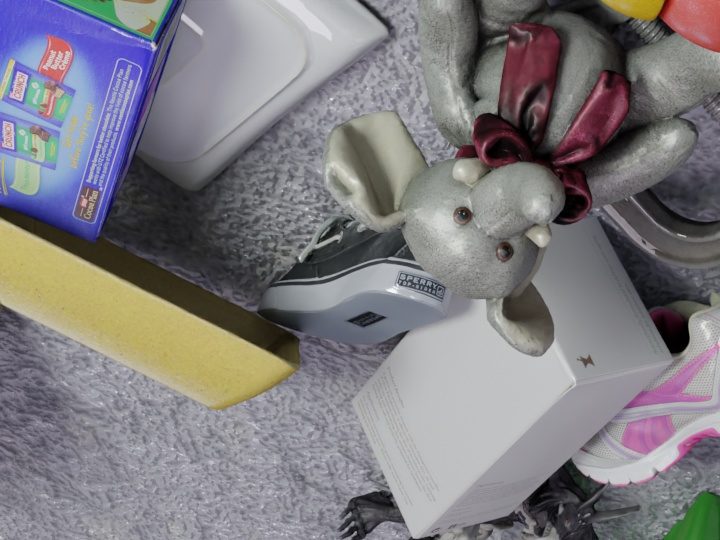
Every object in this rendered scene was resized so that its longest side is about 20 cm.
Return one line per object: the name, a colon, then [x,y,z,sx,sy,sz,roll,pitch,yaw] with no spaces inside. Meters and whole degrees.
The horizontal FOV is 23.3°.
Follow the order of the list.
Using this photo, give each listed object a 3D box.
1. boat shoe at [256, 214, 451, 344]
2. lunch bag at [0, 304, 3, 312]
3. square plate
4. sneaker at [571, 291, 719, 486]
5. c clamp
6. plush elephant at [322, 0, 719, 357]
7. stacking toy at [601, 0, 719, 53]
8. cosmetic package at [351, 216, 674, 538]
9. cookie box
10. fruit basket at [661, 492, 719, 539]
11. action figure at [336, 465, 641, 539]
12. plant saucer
boat shoe: [-0.002,-0.001,1.060,0.073,0.068,0.199,19,164,-18]
lunch bag: [-0.363,0.069,1.186,0.199,0.165,0.118,-16,134,31]
square plate: [-0.119,-0.139,0.984,0.198,0.029,0.200,37,135,-20]
sneaker: [0.187,0.065,1.064,0.088,0.081,0.200,52,139,-4]
c clamp: [0.161,-0.088,0.922,0.171,0.027,0.200,-27,109,43]
plush elephant: [0.076,-0.056,0.864,0.164,0.155,0.200,30,149,-16]
stacking toy: [0.143,-0.155,0.769,0.199,0.147,0.147,7,138,-3]
cosmetic package: [0.085,0.068,1.057,0.084,0.108,0.200,-7,152,-35]
cookie box: [-0.209,-0.127,0.951,0.199,0.075,0.171,22,138,-5]
fruit basket: [0.220,0.279,1.181,0.155,0.216,0.216,22,138,-4]
action figure: [0.089,0.184,1.201,0.199,0.102,0.119,-14,118,33]
plant saucer: [-0.134,0.024,1.045,0.199,0.049,0.200,26,-179,-3]
